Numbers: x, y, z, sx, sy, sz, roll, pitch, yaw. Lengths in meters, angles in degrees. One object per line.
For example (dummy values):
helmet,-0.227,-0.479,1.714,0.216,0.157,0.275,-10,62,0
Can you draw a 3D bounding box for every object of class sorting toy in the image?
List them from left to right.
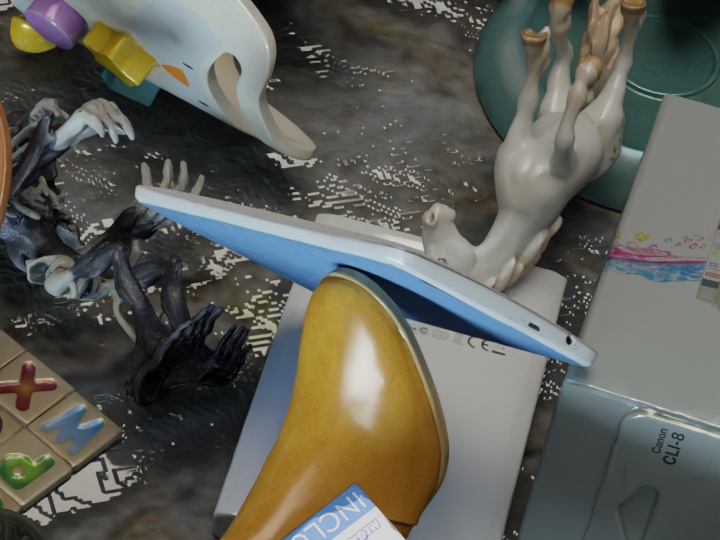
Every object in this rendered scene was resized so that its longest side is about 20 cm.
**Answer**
sorting toy,-0.096,-0.131,1.451,0.180,0.200,0.107,39,76,25

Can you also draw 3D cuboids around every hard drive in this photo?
hard drive,0.018,0.064,1.388,0.132,0.026,0.200,15,48,4

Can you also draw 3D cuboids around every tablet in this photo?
tablet,0.000,0.000,1.271,0.200,0.130,0.014,15,80,51

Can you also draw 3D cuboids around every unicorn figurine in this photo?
unicorn figurine,0.089,-0.060,1.425,0.074,0.137,0.200,29,34,30

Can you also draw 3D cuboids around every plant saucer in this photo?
plant saucer,0.163,-0.110,1.567,0.200,0.027,0.200,5,47,-6

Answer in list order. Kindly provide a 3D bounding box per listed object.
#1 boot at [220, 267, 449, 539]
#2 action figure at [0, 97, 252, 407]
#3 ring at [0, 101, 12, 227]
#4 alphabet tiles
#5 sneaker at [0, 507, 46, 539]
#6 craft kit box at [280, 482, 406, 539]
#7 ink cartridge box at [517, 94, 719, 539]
boot,-0.034,0.112,1.226,0.144,0.201,0.071,-27,33,-35
action figure,-0.129,-0.027,1.388,0.102,0.119,0.200,-46,67,8
ring,-0.249,-0.023,1.356,0.200,0.019,0.200,-12,61,23
alphabet tiles,-0.241,0.063,1.359,0.200,0.008,0.167,38,54,22
sneaker,-0.187,0.203,1.204,0.076,0.114,0.200,14,72,-41
craft kit box,-0.015,0.217,1.132,0.200,0.049,0.198,-36,63,-15
ink cartridge box,0.173,0.049,1.347,0.145,0.145,0.200,19,49,7
